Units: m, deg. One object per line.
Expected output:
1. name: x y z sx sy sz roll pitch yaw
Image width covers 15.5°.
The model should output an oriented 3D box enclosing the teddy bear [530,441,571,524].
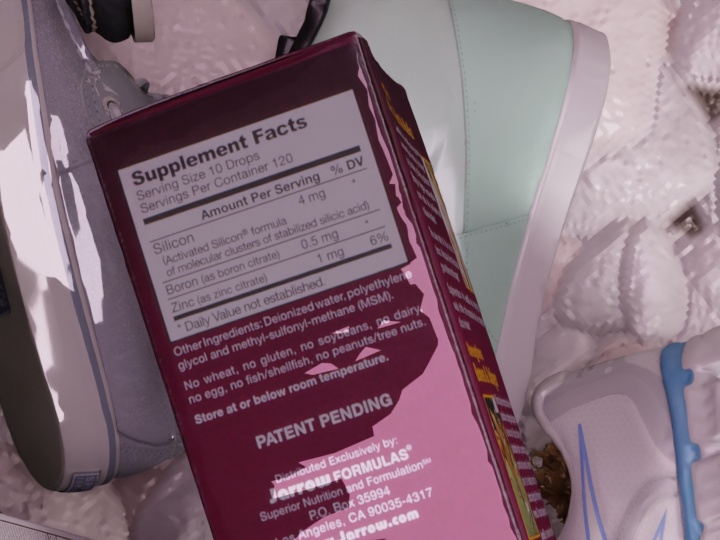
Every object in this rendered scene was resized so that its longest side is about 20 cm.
1. teddy bear: 0.103 0.125 0.894 0.145 0.067 0.200 33 95 4

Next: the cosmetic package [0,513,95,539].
1. cosmetic package: -0.155 0.141 0.774 0.200 0.082 0.051 -32 59 20

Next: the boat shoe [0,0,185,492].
1. boat shoe: -0.094 -0.030 0.870 0.071 0.070 0.202 -12 88 -28

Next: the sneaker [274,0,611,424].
1. sneaker: 0.000 0.000 0.867 0.118 0.074 0.201 17 81 -12

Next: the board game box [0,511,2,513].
1. board game box: -0.116 0.193 0.879 0.134 0.045 0.200 -38 95 -3

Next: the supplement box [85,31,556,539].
1. supplement box: -0.002 0.044 0.771 0.085 0.110 0.201 -19 84 6

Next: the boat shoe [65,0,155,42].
1. boat shoe: -0.119 -0.149 0.824 0.066 0.075 0.200 -17 70 -13

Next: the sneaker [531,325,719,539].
1. sneaker: 0.095 0.121 0.835 0.086 0.075 0.201 -7 87 22
